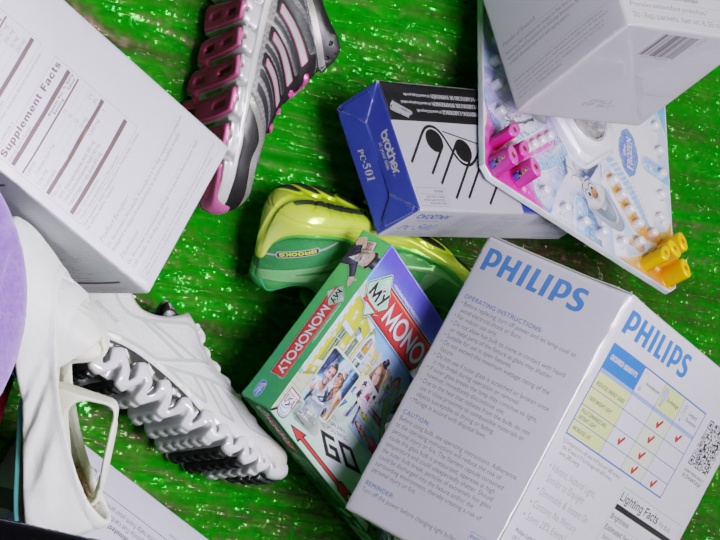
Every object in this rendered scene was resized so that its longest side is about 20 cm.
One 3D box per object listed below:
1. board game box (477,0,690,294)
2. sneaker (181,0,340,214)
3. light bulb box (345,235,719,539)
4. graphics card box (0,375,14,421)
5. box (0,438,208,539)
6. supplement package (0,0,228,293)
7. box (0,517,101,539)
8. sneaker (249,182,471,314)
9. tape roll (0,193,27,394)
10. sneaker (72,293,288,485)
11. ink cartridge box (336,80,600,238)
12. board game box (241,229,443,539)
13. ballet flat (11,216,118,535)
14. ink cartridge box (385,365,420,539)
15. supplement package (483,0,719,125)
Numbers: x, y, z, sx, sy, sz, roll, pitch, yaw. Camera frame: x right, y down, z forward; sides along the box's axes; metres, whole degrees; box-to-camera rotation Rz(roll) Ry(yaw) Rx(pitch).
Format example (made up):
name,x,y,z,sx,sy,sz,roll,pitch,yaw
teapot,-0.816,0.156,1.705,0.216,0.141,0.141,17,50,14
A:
name,x,y,z,sx,sy,sz,roll,pitch,yaw
board game box,0.159,-0.109,1.811,0.199,0.026,0.201,30,47,-35
sneaker,-0.058,-0.129,1.664,0.087,0.074,0.202,17,76,-31
light bulb box,0.126,0.116,1.670,0.198,0.124,0.201,35,82,-51
graphics card box,-0.291,0.030,1.501,0.199,0.051,0.126,25,76,-37
box,-0.192,0.218,1.592,0.156,0.041,0.201,42,68,-31
supplement package,-0.198,-0.086,1.529,0.200,0.113,0.110,42,64,-32
box,-0.176,0.255,1.456,0.117,0.196,0.201,-39,113,-28
sneaker,0.000,0.000,1.729,0.199,0.074,0.084,19,106,-41
tape roll,-0.289,0.013,1.418,0.199,0.085,0.202,-1,91,-39
sneaker,-0.114,0.070,1.634,0.200,0.075,0.081,39,60,-33
ink cartridge box,0.076,-0.073,1.749,0.199,0.044,0.095,0,67,-50
board game box,0.008,0.083,1.699,0.135,0.029,0.200,-53,142,-14
ballet flat,-0.175,0.064,1.519,0.069,0.069,0.202,-14,110,-37
ink cartridge box,0.075,0.139,1.757,0.199,0.043,0.198,-26,128,-37
supplement package,0.157,-0.218,1.754,0.121,0.120,0.201,2,62,-39
